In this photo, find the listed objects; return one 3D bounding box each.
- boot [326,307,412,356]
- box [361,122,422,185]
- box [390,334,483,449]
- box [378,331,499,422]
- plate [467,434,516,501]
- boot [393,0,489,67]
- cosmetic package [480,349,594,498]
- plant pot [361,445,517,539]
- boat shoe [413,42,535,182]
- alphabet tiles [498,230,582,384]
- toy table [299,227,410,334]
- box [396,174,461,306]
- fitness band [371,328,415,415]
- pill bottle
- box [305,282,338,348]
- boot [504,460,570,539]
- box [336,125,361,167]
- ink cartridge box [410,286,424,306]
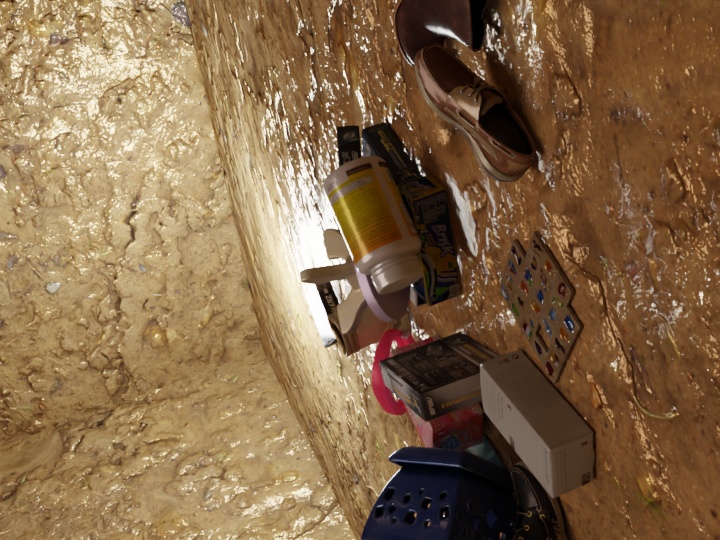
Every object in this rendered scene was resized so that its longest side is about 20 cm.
[{"bbox_3d":[0.003,0.058,1.976,0.073,0.155,0.200,180,71,-76],"label":"boot"},{"bbox_3d":[0.056,-0.132,1.726,0.200,0.051,0.158,86,159,-50],"label":"box"},{"bbox_3d":[0.135,0.227,1.793,0.095,0.102,0.200,84,164,-45],"label":"box"},{"bbox_3d":[0.136,0.168,1.604,0.200,0.158,0.048,-150,44,-69],"label":"box"},{"bbox_3d":[0.230,0.383,1.817,0.200,0.026,0.201,161,90,-76],"label":"plate"},{"bbox_3d":[0.103,-0.311,1.247,0.166,0.072,0.200,-120,20,-44],"label":"boot"},{"bbox_3d":[0.248,0.214,1.411,0.200,0.074,0.102,-126,21,-53],"label":"cosmetic package"},{"bbox_3d":[0.149,0.401,1.657,0.200,0.200,0.180,-8,61,47],"label":"plant pot"},{"bbox_3d":[0.145,-0.201,1.207,0.200,0.076,0.072,49,155,1],"label":"boat shoe"},{"bbox_3d":[0.241,0.040,1.336,0.200,0.008,0.167,94,153,-58],"label":"alphabet tiles"},{"bbox_3d":[0.000,0.000,1.662,0.117,0.184,0.200,-21,60,35],"label":"toy table"},{"bbox_3d":[0.111,-0.047,1.604,0.070,0.064,0.200,-131,26,-56],"label":"box"},{"bbox_3d":[0.073,0.200,1.943,0.200,0.037,0.144,62,-138,-52],"label":"fitness band"},{"bbox_3d":[0.025,-0.069,1.543,0.109,0.109,0.200,115,134,-71],"label":"pill bottle"},{"bbox_3d":[-0.091,0.115,2.656,0.200,0.049,0.161,126,121,-74],"label":"box"},{"bbox_3d":[0.240,0.413,1.534,0.073,0.150,0.200,-16,95,69],"label":"boot"},{"bbox_3d":[-0.015,-0.144,1.843,0.160,0.043,0.200,87,178,-67],"label":"box"},{"bbox_3d":[0.071,-0.034,1.842,0.200,0.037,0.095,56,161,39],"label":"ink cartridge box"}]
